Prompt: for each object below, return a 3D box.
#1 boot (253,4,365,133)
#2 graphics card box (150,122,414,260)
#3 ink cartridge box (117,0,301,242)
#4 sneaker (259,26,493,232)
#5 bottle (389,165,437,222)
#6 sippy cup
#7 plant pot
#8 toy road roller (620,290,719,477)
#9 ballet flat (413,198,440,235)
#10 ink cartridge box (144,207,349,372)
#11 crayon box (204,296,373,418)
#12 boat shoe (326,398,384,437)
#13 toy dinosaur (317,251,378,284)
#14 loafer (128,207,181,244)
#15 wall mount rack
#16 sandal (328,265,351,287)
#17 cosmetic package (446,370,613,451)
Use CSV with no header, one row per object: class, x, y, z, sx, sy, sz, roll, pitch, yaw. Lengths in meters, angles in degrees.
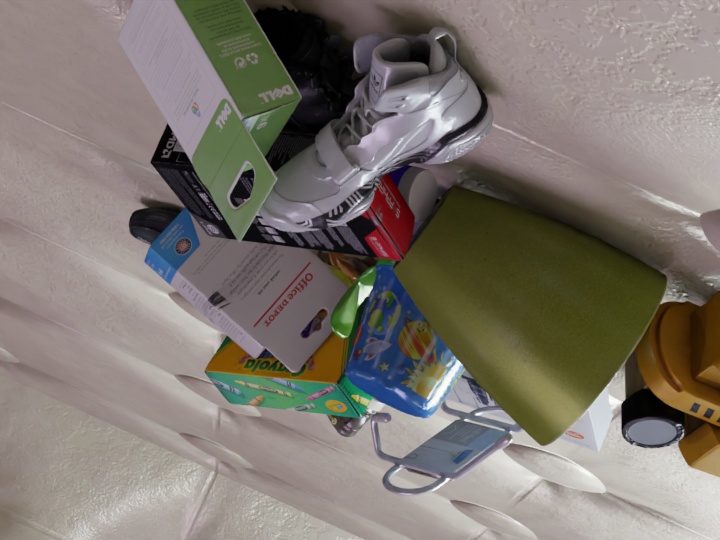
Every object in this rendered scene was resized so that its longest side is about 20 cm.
boot,-0.073,-0.149,1.444,0.197,0.074,0.162,4,156,35
graphics card box,-0.065,-0.068,1.467,0.199,0.051,0.126,6,153,28
ink cartridge box,-0.105,-0.136,1.326,0.201,0.059,0.104,59,147,14
sneaker,0.000,-0.112,1.316,0.075,0.199,0.115,63,180,38
bottle,-0.026,-0.083,1.552,0.199,0.084,0.065,14,-167,33
sippy cup,0.053,0.066,1.664,0.139,0.131,0.178,30,168,-13
plant pot,0.134,0.021,1.523,0.200,0.187,0.187,36,163,-1
toy road roller,0.331,0.096,1.531,0.199,0.123,0.146,22,142,-20
ballet flat,0.069,-0.050,1.610,0.199,0.057,0.067,20,136,-1
ink cartridge box,-0.114,0.009,1.812,0.200,0.116,0.068,42,161,0
crayon box,-0.057,0.087,1.839,0.199,0.119,0.058,2,138,41
boat shoe,-0.034,0.114,1.974,0.072,0.061,0.201,29,-165,-31
toy dinosaur,0.000,0.000,1.792,0.199,0.060,0.106,24,157,34
loafer,-0.185,-0.020,1.982,0.200,0.071,0.068,18,162,21
wall mount rack,0.113,0.156,1.709,0.173,0.200,0.075,9,117,38
sandal,0.019,0.074,1.959,0.200,0.087,0.079,33,159,-31
cosmetic package,0.163,0.119,1.832,0.199,0.052,0.151,18,164,19
